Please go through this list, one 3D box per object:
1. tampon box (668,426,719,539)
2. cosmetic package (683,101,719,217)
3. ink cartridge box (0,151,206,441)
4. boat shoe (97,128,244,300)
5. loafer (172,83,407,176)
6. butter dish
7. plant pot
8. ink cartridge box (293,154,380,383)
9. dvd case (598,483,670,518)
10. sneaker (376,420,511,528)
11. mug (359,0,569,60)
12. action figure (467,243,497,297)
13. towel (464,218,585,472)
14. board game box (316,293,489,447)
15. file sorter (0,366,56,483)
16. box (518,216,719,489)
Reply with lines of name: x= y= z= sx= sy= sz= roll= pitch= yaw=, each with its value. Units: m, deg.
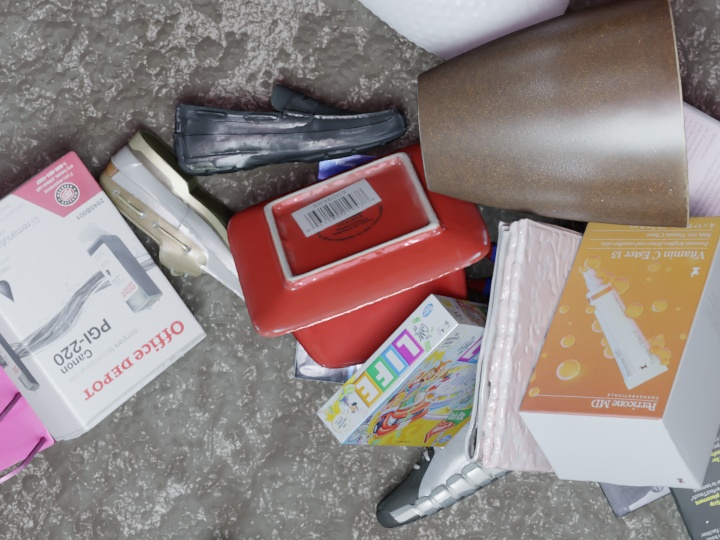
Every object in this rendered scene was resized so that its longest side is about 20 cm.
tampon box: x=0.337 y=0.165 z=1.601 sx=0.150 sy=0.126 sz=0.200 roll=-22 pitch=99 yaw=14
cosmetic package: x=0.316 y=-0.063 z=1.622 sx=0.200 sy=0.071 sz=0.102 roll=29 pitch=99 yaw=-2
ink cartridge box: x=-0.250 y=0.023 z=1.624 sx=0.146 sy=0.085 sz=0.200 roll=-39 pitch=99 yaw=-28
boat shoe: x=-0.142 y=-0.028 z=1.651 sx=0.068 sy=0.075 sz=0.200 roll=-44 pitch=86 yaw=11
loafer: x=-0.061 y=-0.125 z=1.629 sx=0.200 sy=0.068 sz=0.071 roll=-7 pitch=90 yaw=1
butter dish: x=0.010 y=0.011 z=1.570 sx=0.200 sy=0.200 sz=0.148 roll=-22 pitch=124 yaw=0
plant pot: x=0.148 y=-0.118 z=1.496 sx=0.199 sy=0.187 sz=0.187 roll=-5 pitch=100 yaw=6
ink cartridge box: x=0.000 y=0.000 z=1.664 sx=0.099 sy=0.039 sz=0.201 roll=6 pitch=99 yaw=2
dvd case: x=0.281 y=0.109 z=1.677 sx=0.200 sy=0.025 sz=0.151 roll=-27 pitch=98 yaw=6
sneaker: x=0.085 y=0.137 z=1.676 sx=0.200 sy=0.075 sz=0.116 roll=-29 pitch=83 yaw=8
mug: x=0.092 y=-0.271 z=1.571 sx=0.175 sy=0.148 sz=0.200 roll=38 pitch=69 yaw=-15
action figure: x=0.168 y=0.014 z=1.652 sx=0.199 sy=0.052 sz=0.066 roll=12 pitch=93 yaw=0
towel: x=0.143 y=0.063 z=1.542 sx=0.032 sy=0.191 sz=0.201 roll=7 pitch=88 yaw=27
board game box: x=0.062 y=0.084 z=1.541 sx=0.134 sy=0.200 sz=0.034 roll=-47 pitch=68 yaw=15
file sorter: x=-0.381 y=0.106 z=1.653 sx=0.139 sy=0.125 sz=0.200 roll=-27 pitch=98 yaw=6
box: x=0.225 y=0.062 z=1.521 sx=0.124 sy=0.200 sz=0.098 roll=0 pitch=142 yaw=33
